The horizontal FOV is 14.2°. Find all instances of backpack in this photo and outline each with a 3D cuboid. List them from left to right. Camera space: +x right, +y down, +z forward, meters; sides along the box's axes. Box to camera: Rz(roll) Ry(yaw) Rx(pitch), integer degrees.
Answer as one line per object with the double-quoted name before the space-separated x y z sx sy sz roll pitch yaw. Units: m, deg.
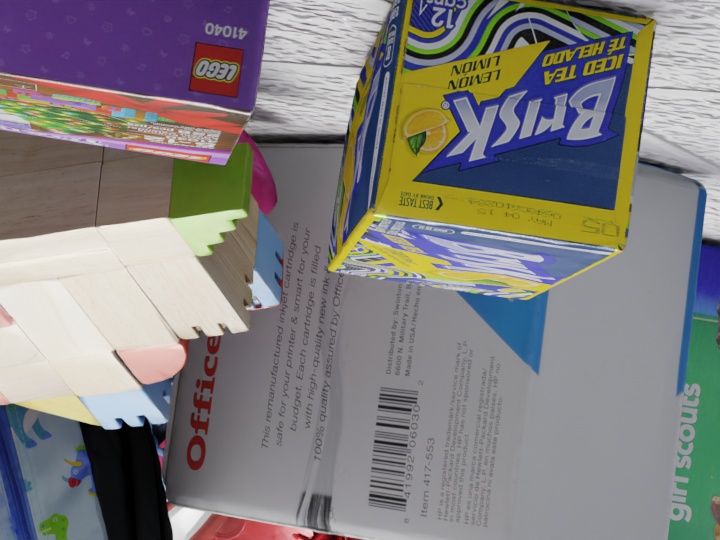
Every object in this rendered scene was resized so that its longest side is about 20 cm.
"backpack" -0.137 0.087 1.133 0.154 0.200 0.163 -27 158 -12

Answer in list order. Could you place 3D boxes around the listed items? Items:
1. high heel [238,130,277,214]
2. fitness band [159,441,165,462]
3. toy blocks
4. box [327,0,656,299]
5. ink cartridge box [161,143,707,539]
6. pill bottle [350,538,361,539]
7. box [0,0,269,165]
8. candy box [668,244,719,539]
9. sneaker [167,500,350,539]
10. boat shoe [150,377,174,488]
"high heel" -0.133 -0.036 1.071 0.200 0.067 0.096 -8 159 23
"fitness band" -0.151 0.033 1.455 0.200 0.144 0.037 9 174 -13
"toy blocks" -0.108 0.005 0.989 0.200 0.100 0.137 -8 148 17
"box" 0.033 -0.032 0.827 0.070 0.064 0.200 8 175 -3
"ink cartridge box" 0.024 0.030 1.082 0.086 0.147 0.200 10 176 -39
"pill bottle" 0.002 0.087 1.407 0.112 0.200 0.112 4 -172 -1
"box" -0.129 -0.069 0.819 0.200 0.039 0.137 9 176 -5
"candy box" 0.131 0.072 1.263 0.200 0.169 0.077 9 172 -3
"sneaker" -0.015 0.118 1.296 0.078 0.116 0.200 -35 176 -29
"boat shoe" -0.113 0.070 1.301 0.200 0.069 0.084 -19 143 28
